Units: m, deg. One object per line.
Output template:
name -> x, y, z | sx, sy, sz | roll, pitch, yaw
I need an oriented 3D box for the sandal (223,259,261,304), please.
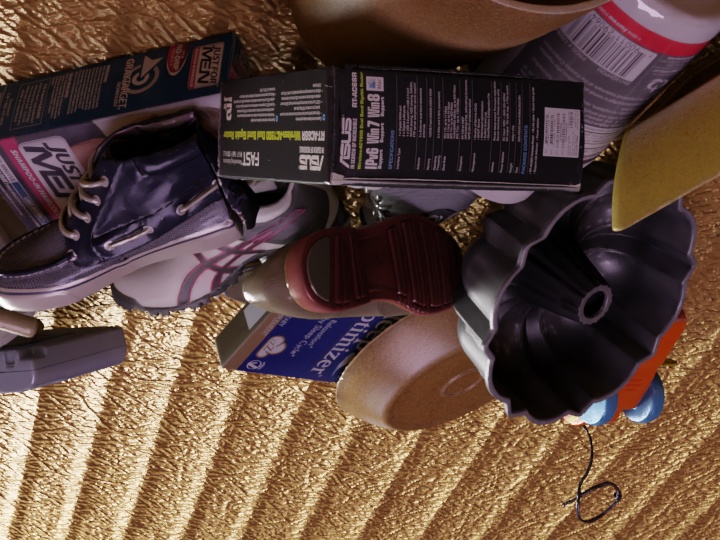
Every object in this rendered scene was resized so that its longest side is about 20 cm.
sandal -> -0.029, 0.042, 1.143 | 0.199, 0.054, 0.080 | 29, 136, -29

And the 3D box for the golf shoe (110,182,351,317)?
golf shoe -> -0.108, -0.030, 1.056 | 0.198, 0.078, 0.089 | -18, 130, 11

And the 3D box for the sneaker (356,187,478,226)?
sneaker -> 0.003, -0.064, 0.983 | 0.198, 0.076, 0.116 | 7, 148, -21

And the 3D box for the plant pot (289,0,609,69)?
plant pot -> 0.036, -0.189, 0.775 | 0.185, 0.189, 0.200 | 20, 157, -19

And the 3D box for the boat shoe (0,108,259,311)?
boat shoe -> -0.175, -0.045, 0.937 | 0.198, 0.075, 0.093 | -20, 133, 5

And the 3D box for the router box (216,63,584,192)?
router box -> 0.015, -0.080, 0.802 | 0.148, 0.063, 0.200 | -1, -175, -23

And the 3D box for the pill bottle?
pill bottle -> 0.131, -0.131, 0.871 | 0.110, 0.112, 0.200 | 20, 139, -20

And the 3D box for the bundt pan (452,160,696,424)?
bundt pan -> 0.148, 0.007, 1.014 | 0.200, 0.076, 0.204 | -21, 130, -27

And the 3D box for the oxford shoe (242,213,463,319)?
oxford shoe -> 0.000, 0.000, 0.975 | 0.074, 0.071, 0.199 | -13, 170, 39

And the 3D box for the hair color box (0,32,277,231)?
hair color box -> -0.164, -0.093, 0.983 | 0.198, 0.061, 0.100 | -10, 140, 16

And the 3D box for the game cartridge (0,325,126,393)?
game cartridge -> -0.299, 0.075, 1.151 | 0.198, 0.133, 0.041 | -5, 99, 31

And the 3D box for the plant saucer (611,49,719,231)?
plant saucer -> 0.248, -0.119, 0.850 | 0.199, 0.200, 0.049 | -33, 94, 36

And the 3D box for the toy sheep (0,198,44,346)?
toy sheep -> -0.300, 0.003, 1.059 | 0.136, 0.140, 0.200 | 12, 170, -10

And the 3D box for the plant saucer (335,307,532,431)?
plant saucer -> 0.076, 0.077, 1.123 | 0.198, 0.036, 0.201 | -21, 153, -11

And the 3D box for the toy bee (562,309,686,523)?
toy bee -> 0.193, 0.092, 1.162 | 0.130, 0.109, 0.201 | 23, 108, -38

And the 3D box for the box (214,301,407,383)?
box -> 0.000, 0.042, 1.084 | 0.198, 0.033, 0.121 | 9, 137, -39
